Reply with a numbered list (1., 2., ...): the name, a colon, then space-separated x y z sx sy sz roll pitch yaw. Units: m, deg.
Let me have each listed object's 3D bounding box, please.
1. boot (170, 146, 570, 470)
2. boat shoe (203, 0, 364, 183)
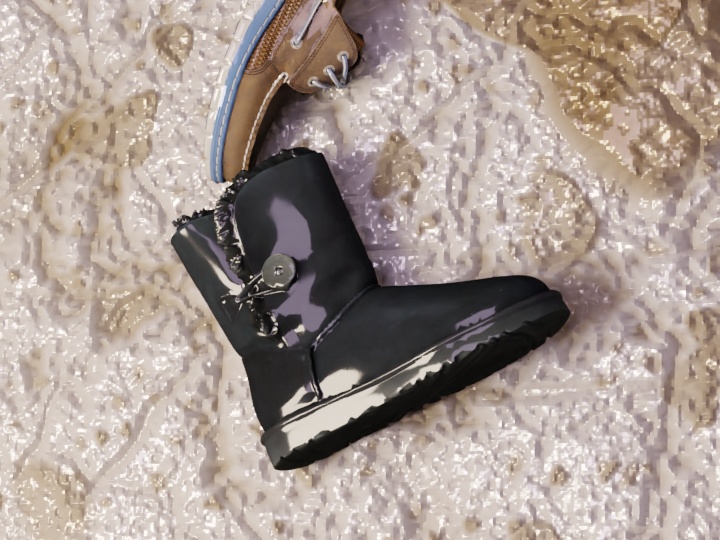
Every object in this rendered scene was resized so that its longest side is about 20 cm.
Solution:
1. boot: 0.000 0.000 1.394 0.200 0.076 0.168 -28 75 17
2. boat shoe: -0.034 -0.138 1.439 0.072 0.072 0.200 21 97 3
